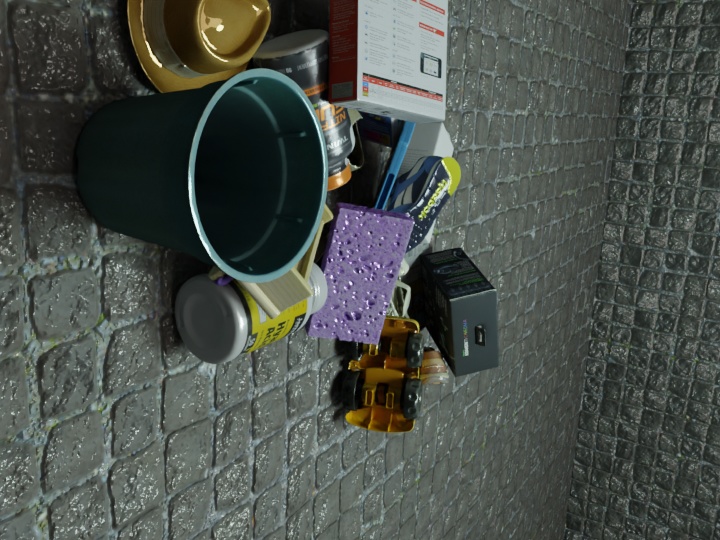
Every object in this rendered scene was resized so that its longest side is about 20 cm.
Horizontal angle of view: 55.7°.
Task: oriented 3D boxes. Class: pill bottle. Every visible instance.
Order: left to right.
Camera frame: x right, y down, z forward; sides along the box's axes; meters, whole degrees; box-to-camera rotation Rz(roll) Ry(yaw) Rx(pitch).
[{"bbox_3d":[-0.132,0.041,0.887,0.200,0.111,0.112,-21,117,-55],"label":"pill bottle"},{"bbox_3d":[-0.068,-0.208,0.912,0.106,0.106,0.201,-48,134,-41],"label":"pill bottle"}]

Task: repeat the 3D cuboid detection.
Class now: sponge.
[{"bbox_3d":[-0.003,0.007,0.979,0.111,0.030,0.201,10,110,-16],"label":"sponge"}]

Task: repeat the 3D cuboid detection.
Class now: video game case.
[{"bbox_3d":[0.045,-0.145,1.089,0.143,0.018,0.201,-70,-179,-55],"label":"video game case"},{"bbox_3d":[0.103,0.037,1.365,0.143,0.017,0.201,-22,117,-55],"label":"video game case"}]

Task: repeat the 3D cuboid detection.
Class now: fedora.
[{"bbox_3d":[-0.163,-0.280,0.761,0.200,0.082,0.202,-27,122,-54],"label":"fedora"}]

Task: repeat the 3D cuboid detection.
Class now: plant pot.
[{"bbox_3d":[-0.169,-0.101,0.696,0.200,0.195,0.201,-23,117,-54],"label":"plant pot"}]

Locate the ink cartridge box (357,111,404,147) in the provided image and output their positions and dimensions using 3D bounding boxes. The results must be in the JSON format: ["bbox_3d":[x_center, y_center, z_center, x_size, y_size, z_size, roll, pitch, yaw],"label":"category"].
[{"bbox_3d":[0.038,-0.305,1.034,0.200,0.076,0.137,83,27,-67],"label":"ink cartridge box"}]

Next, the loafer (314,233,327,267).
[{"bbox_3d":[-0.074,-0.047,0.993,0.073,0.071,0.201,-54,141,-36],"label":"loafer"}]

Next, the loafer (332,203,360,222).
[{"bbox_3d":[0.000,0.000,1.028,0.068,0.070,0.202,-13,97,-16],"label":"loafer"}]

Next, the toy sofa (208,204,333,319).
[{"bbox_3d":[-0.104,-0.032,0.843,0.083,0.097,0.200,52,24,-25],"label":"toy sofa"}]

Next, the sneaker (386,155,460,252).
[{"bbox_3d":[0.083,-0.107,1.133,0.200,0.082,0.074,-52,130,-3],"label":"sneaker"}]

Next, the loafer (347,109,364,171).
[{"bbox_3d":[-0.036,-0.231,1.002,0.076,0.068,0.201,-53,140,-37],"label":"loafer"}]

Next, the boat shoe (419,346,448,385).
[{"bbox_3d":[0.132,0.185,1.346,0.200,0.075,0.072,141,-56,-80],"label":"boat shoe"}]

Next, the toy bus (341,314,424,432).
[{"bbox_3d":[0.057,0.167,1.234,0.192,0.135,0.201,-28,122,-73],"label":"toy bus"}]

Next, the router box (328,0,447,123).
[{"bbox_3d":[0.042,-0.299,0.902,0.200,0.049,0.180,-3,95,-50],"label":"router box"}]

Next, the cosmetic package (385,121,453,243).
[{"bbox_3d":[0.106,-0.161,1.238,0.102,0.074,0.201,46,55,-63],"label":"cosmetic package"}]

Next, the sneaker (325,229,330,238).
[{"bbox_3d":[-0.016,0.018,1.100,0.074,0.081,0.201,-36,128,-49],"label":"sneaker"}]

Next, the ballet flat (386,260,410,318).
[{"bbox_3d":[0.061,0.015,1.244,0.072,0.072,0.201,-37,129,-48],"label":"ballet flat"}]

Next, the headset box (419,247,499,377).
[{"bbox_3d":[0.190,0.079,1.309,0.200,0.092,0.175,-116,-164,-62],"label":"headset box"}]
